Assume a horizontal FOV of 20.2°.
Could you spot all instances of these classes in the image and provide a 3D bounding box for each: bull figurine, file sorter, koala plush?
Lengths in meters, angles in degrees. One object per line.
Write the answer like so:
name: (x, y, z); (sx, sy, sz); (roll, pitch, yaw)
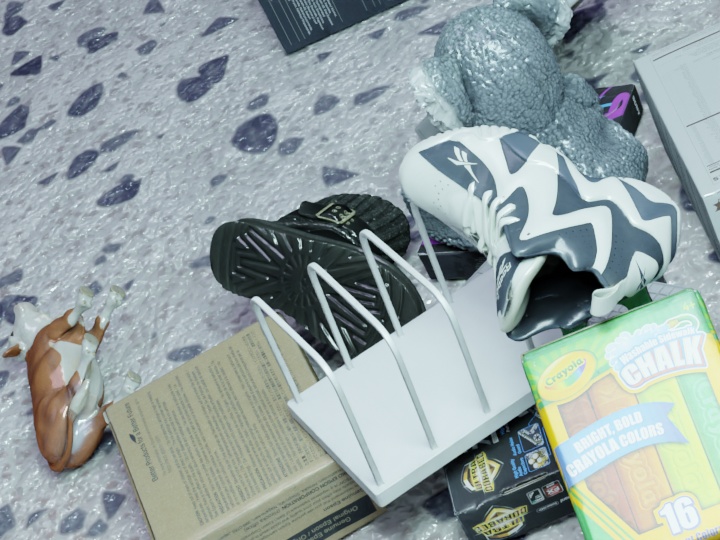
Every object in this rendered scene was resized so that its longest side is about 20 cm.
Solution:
bull figurine: (-0.247, 0.080, 1.712); (0.122, 0.065, 0.201); (-52, 37, 24)
file sorter: (0.045, 0.037, 1.422); (0.199, 0.125, 0.139); (-32, 37, -14)
koala plush: (0.120, -0.124, 1.556); (0.177, 0.201, 0.183); (-42, 39, -19)

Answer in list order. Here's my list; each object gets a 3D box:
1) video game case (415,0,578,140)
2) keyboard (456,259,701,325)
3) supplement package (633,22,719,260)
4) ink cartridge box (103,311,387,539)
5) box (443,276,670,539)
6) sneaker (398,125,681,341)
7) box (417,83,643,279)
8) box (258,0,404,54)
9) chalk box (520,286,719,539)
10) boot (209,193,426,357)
video game case: (0.143, -0.202, 1.757); (0.200, 0.023, 0.182); (-43, 0, -19)
keyboard: (0.157, 0.019, 1.497); (0.199, 0.011, 0.056); (10, 50, 43)
supplement package: (0.296, -0.090, 1.530); (0.113, 0.110, 0.201); (-23, 36, 8)
ink cartridge box: (-0.091, 0.143, 1.535); (0.164, 0.075, 0.200); (-30, 36, -1)
box: (0.148, 0.088, 1.464); (0.197, 0.050, 0.201); (-25, 34, 8)
sneaker: (0.094, -0.020, 1.299); (0.198, 0.080, 0.130); (24, 41, 19)
box: (0.144, -0.075, 1.679); (0.142, 0.036, 0.201); (-3, 44, 30)
box: (-0.026, -0.342, 2.059); (0.181, 0.104, 0.201); (-24, 36, 8)
chalk box: (0.185, 0.096, 1.296); (0.124, 0.124, 0.201); (-23, 68, 8)
boot: (0.000, -0.003, 1.620); (0.210, 0.080, 0.157); (27, 22, 31)
